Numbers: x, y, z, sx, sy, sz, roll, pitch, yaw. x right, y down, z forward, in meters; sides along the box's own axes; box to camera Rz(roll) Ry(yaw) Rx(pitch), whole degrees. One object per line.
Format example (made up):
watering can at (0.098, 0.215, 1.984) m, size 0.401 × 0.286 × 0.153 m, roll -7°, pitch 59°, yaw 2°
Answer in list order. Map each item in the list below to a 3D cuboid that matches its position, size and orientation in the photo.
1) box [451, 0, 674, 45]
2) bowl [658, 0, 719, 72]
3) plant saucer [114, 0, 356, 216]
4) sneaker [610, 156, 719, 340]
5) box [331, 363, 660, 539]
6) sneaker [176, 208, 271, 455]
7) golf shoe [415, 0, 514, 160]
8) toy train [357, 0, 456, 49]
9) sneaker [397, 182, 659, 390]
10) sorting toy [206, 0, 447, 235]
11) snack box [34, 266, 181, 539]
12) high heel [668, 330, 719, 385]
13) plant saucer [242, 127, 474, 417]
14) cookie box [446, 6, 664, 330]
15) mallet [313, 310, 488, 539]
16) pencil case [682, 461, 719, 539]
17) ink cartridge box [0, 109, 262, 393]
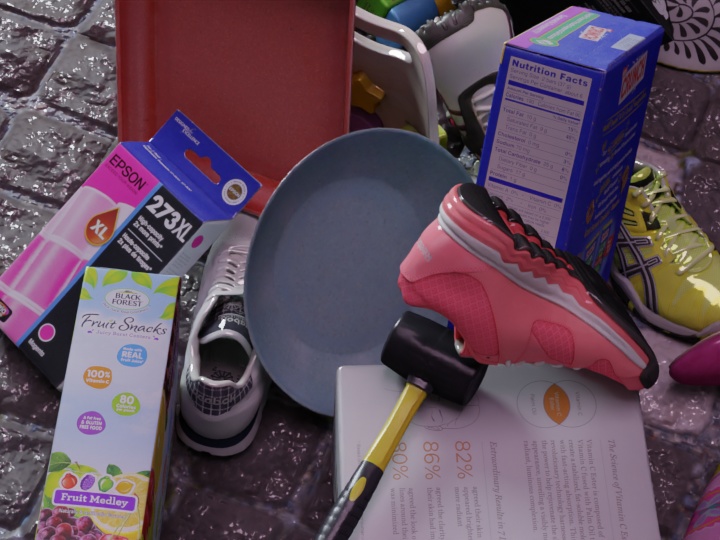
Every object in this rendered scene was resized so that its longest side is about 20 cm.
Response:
box at (0.150, -0.271, 1.338) m, size 0.124 × 0.148 × 0.202 m, roll -21°, pitch 53°, yaw 27°
bowl at (0.285, -0.270, 1.415) m, size 0.199 × 0.095 × 0.202 m, roll 1°, pitch 56°, yaw -2°
plant saucer at (-0.084, -0.140, 1.209) m, size 0.199 × 0.201 × 0.037 m, roll 19°, pitch 35°, yaw 24°
sneaker at (0.210, -0.028, 1.252) m, size 0.075 × 0.077 × 0.200 m, roll -35°, pitch 65°, yaw -26°
box at (0.083, 0.151, 1.101) m, size 0.198 × 0.107 × 0.153 m, roll 0°, pitch 54°, yaw -3°
sneaker at (-0.083, 0.028, 1.194) m, size 0.076 × 0.081 × 0.201 m, roll 4°, pitch 52°, yaw 2°
golf shoe at (0.095, -0.131, 1.247) m, size 0.077 × 0.200 × 0.089 m, roll -29°, pitch 68°, yaw 6°
toy train at (0.086, -0.234, 1.396) m, size 0.199 × 0.085 × 0.116 m, roll -32°, pitch 78°, yaw -31°
sneaker at (0.101, 0.026, 1.053) m, size 0.087 × 0.200 × 0.074 m, roll -46°, pitch 31°, yaw 15°
sorting toy at (-0.007, -0.123, 1.241) m, size 0.199 × 0.181 × 0.107 m, roll 28°, pitch 58°, yaw 15°
snack box at (-0.154, 0.128, 1.064) m, size 0.067 × 0.169 × 0.201 m, roll 7°, pitch 54°, yaw -2°
high heel at (0.320, 0.078, 1.203) m, size 0.198 × 0.067 × 0.097 m, roll -10°, pitch 69°, yaw -13°
plant saucer at (0.000, 0.000, 1.179) m, size 0.200 × 0.202 × 0.039 m, roll -31°, pitch 26°, yaw -23°
cookie box at (0.134, -0.064, 1.158) m, size 0.075 × 0.202 × 0.171 m, roll 17°, pitch 21°, yaw 18°
mallet at (0.020, 0.118, 1.038) m, size 0.065 × 0.041 × 0.201 m, roll 20°, pitch 61°, yaw 8°
pencil case at (0.247, 0.193, 1.100) m, size 0.087 × 0.088 × 0.201 m, roll 22°, pitch 57°, yaw 12°
ink cartridge box at (-0.169, -0.017, 1.199) m, size 0.095 × 0.037 × 0.200 m, roll 41°, pitch 87°, yaw 23°
